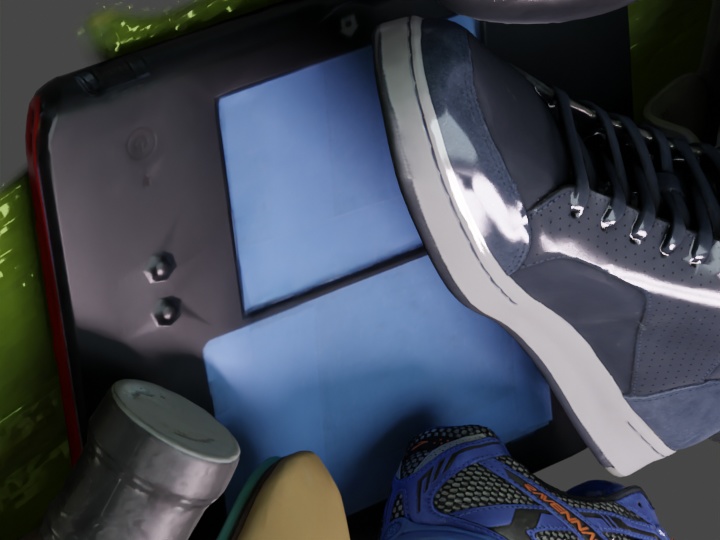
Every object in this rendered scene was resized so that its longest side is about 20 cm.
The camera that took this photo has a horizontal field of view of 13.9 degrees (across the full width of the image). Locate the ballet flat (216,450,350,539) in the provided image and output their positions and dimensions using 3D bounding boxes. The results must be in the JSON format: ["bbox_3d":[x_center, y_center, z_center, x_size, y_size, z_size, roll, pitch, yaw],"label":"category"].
[{"bbox_3d":[-0.029,0.151,0.823,0.069,0.063,0.201,8,102,-68],"label":"ballet flat"}]

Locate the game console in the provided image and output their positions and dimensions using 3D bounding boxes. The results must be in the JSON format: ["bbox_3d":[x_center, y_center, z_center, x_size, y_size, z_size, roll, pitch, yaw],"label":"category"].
[{"bbox_3d":[0.000,0.000,0.864,0.200,0.031,0.177,-22,125,-28],"label":"game console"}]

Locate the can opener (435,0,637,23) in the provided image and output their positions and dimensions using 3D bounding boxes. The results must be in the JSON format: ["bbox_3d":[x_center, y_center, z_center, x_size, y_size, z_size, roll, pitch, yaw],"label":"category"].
[{"bbox_3d":[-0.011,-0.111,0.777,0.199,0.079,0.064,3,120,-29],"label":"can opener"}]

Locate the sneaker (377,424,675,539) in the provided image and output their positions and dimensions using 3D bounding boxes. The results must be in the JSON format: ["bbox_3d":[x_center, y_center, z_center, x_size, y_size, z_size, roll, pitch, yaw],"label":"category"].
[{"bbox_3d":[0.082,0.103,0.899,0.200,0.075,0.079,31,48,-37],"label":"sneaker"}]

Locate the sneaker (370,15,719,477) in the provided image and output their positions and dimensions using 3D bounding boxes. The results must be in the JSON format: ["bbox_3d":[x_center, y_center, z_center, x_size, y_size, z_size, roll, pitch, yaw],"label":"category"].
[{"bbox_3d":[0.098,-0.027,0.813,0.146,0.077,0.202,-21,144,18],"label":"sneaker"}]

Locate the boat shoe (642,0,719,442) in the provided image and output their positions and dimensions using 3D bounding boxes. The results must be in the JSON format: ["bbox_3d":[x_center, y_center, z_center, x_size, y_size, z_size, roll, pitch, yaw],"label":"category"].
[{"bbox_3d":[0.118,-0.041,0.918,0.067,0.074,0.201,9,113,-9],"label":"boat shoe"}]

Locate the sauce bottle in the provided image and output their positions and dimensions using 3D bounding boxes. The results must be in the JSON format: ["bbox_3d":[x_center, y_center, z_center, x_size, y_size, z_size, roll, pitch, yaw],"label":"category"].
[{"bbox_3d":[-0.096,0.124,0.817,0.065,0.065,0.200,15,112,-41],"label":"sauce bottle"}]
